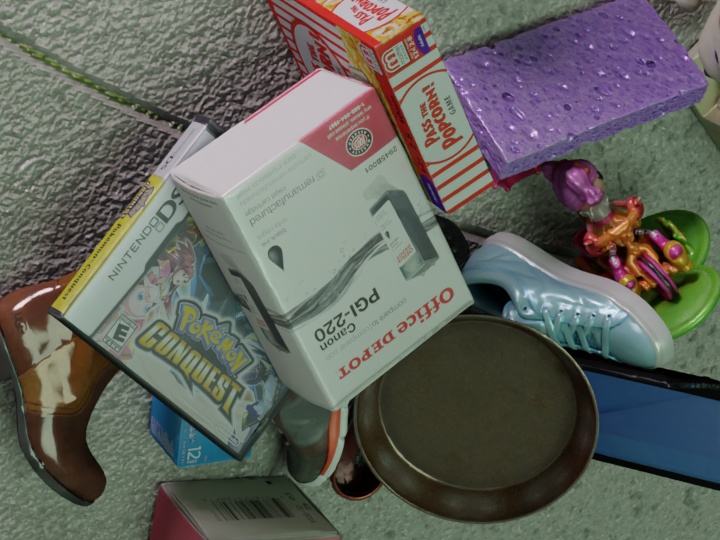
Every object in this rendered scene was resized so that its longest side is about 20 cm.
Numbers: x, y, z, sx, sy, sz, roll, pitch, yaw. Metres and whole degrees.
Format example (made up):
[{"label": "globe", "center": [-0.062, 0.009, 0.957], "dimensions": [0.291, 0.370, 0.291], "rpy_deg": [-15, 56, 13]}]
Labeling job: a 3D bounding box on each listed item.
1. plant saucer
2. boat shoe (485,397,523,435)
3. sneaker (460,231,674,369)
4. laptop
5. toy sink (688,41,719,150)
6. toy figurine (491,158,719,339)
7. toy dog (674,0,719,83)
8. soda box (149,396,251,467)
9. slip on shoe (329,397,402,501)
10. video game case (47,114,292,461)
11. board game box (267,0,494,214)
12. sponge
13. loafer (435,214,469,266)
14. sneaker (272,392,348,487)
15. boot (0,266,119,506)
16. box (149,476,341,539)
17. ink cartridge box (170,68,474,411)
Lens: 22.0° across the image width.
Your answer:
[{"label": "plant saucer", "center": [0.095, 0.117, 1.516], "dimensions": [0.200, 0.034, 0.200], "rpy_deg": [3, 118, 6]}, {"label": "boat shoe", "center": [0.097, 0.151, 1.619], "dimensions": [0.066, 0.075, 0.199], "rpy_deg": [8, 151, -2]}, {"label": "sneaker", "center": [0.160, 0.042, 1.519], "dimensions": [0.082, 0.200, 0.074], "rpy_deg": [-41, 138, -27]}, {"label": "laptop", "center": [0.214, 0.126, 1.586], "dimensions": [0.200, 0.177, 0.103], "rpy_deg": [7, 94, -59]}, {"label": "toy sink", "center": [0.394, -0.140, 1.649], "dimensions": [0.130, 0.112, 0.200], "rpy_deg": [-45, 126, -5]}, {"label": "toy figurine", "center": [0.191, -0.047, 1.546], "dimensions": [0.150, 0.200, 0.184], "rpy_deg": [-43, 115, 1]}, {"label": "toy dog", "center": [0.352, -0.222, 1.513], "dimensions": [0.200, 0.194, 0.140], "rpy_deg": [-59, 134, -24]}, {"label": "soda box", "center": [-0.120, 0.052, 1.473], "dimensions": [0.068, 0.064, 0.200], "rpy_deg": [-5, 115, -28]}, {"label": "slip on shoe", "center": [0.024, 0.110, 1.574], "dimensions": [0.074, 0.061, 0.200], "rpy_deg": [22, 104, -2]}, {"label": "video game case", "center": [-0.104, 0.016, 1.368], "dimensions": [0.200, 0.025, 0.181], "rpy_deg": [43, 78, -33]}, {"label": "board game box", "center": [0.009, -0.145, 1.368], "dimensions": [0.046, 0.200, 0.152], "rpy_deg": [-34, 125, -11]}, {"label": "sponge", "center": [0.174, -0.154, 1.516], "dimensions": [0.200, 0.112, 0.030], "rpy_deg": [-21, 151, -20]}, {"label": "loafer", "center": [0.000, 0.000, 1.524], "dimensions": [0.201, 0.068, 0.070], "rpy_deg": [-16, 159, -33]}, {"label": "sneaker", "center": [-0.052, 0.102, 1.522], "dimensions": [0.082, 0.077, 0.200], "rpy_deg": [3, 135, -10]}, {"label": "boot", "center": [-0.178, 0.069, 1.418], "dimensions": [0.200, 0.068, 0.188], "rpy_deg": [-26, 106, 0]}, {"label": "box", "center": [-0.111, 0.287, 1.563], "dimensions": [0.128, 0.109, 0.200], "rpy_deg": [0, 112, -31]}, {"label": "ink cartridge box", "center": [-0.024, -0.021, 1.344], "dimensions": [0.146, 0.085, 0.200], "rpy_deg": [-37, 122, -18]}]
